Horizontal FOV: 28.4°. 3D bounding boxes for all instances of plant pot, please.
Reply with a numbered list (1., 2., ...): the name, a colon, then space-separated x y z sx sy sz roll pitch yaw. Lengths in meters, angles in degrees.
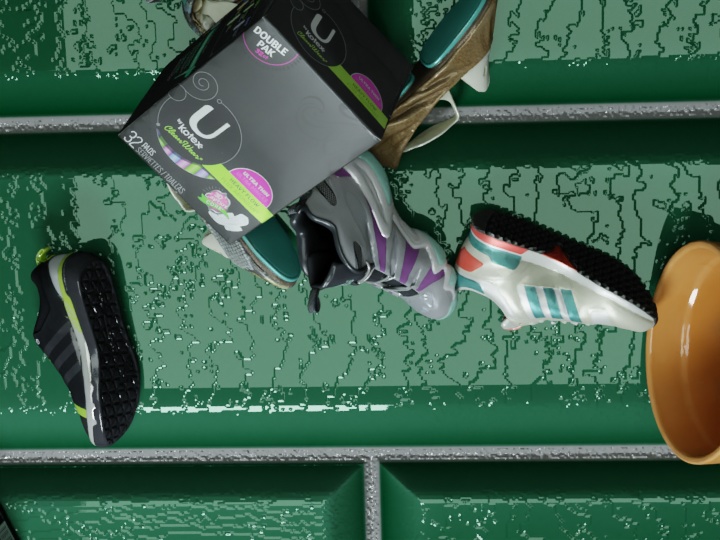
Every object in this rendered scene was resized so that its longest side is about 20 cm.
1. plant pot: 0.364 0.076 1.287 0.139 0.200 0.201 2 101 -13

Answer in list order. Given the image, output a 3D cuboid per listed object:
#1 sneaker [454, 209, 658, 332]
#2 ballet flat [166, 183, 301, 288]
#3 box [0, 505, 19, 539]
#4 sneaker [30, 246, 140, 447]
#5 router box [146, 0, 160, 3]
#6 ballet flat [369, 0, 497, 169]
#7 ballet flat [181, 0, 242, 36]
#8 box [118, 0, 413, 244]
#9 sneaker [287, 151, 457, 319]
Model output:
1. sneaker: 0.180 0.021 1.351 0.199 0.070 0.094 24 119 -3
2. ballet flat: -0.134 -0.060 1.355 0.072 0.072 0.201 -34 97 9
3. box: -0.449 0.234 1.418 0.141 0.079 0.201 -23 98 10
4. sneaker: -0.275 0.073 1.393 0.083 0.072 0.201 -3 100 29
5. router box: -0.141 -0.359 1.297 0.199 0.052 0.158 -25 99 8
6. ballet flat: 0.073 -0.172 1.319 0.072 0.068 0.200 37 102 -24
7. ballet flat: -0.073 -0.214 1.313 0.199 0.074 0.075 16 101 0
8. box: -0.082 -0.148 1.247 0.200 0.125 0.149 -31 113 35
9. sneaker: 0.000 0.000 1.299 0.078 0.140 0.200 -16 119 48
